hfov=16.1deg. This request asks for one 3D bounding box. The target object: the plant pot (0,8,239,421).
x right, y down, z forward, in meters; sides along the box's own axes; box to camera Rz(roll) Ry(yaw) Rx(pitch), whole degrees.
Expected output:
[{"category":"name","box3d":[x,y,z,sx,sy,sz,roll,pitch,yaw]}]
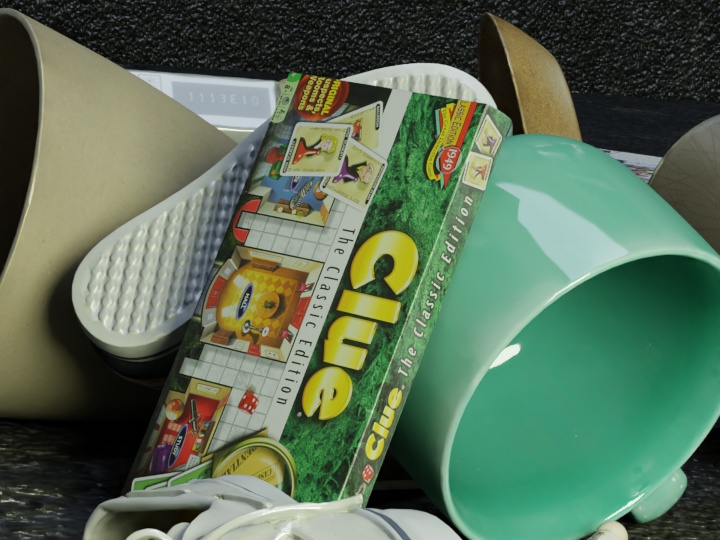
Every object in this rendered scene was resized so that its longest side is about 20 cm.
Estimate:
[{"category":"plant pot","box3d":[-0.106,-0.005,1.207,0.199,0.189,0.187,17,2,-29]}]

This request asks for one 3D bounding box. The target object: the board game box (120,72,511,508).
[{"category":"board game box","box3d":[-0.020,0.022,0.988,0.104,0.201,0.023,12,-15,35]}]

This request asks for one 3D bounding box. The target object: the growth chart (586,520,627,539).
[{"category":"growth chart","box3d":[0.169,0.128,0.975,0.199,0.018,0.145,8,9,14]}]

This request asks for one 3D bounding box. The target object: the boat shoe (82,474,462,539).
[{"category":"boat shoe","box3d":[-0.039,0.104,0.829,0.086,0.075,0.202,0,8,-31]}]

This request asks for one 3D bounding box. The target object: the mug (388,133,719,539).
[{"category":"mug","box3d":[0.065,0.033,1.053,0.151,0.186,0.114,-18,45,-26]}]

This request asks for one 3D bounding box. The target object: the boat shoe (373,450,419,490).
[{"category":"boat shoe","box3d":[-0.005,0.066,1.127,0.067,0.057,0.199,12,11,36]}]

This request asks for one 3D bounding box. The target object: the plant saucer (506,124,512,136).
[{"category":"plant saucer","box3d":[0.014,-0.002,1.357,0.201,0.039,0.201,-39,9,7]}]

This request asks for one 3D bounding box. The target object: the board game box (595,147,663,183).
[{"category":"board game box","box3d":[0.145,-0.019,1.601,0.158,0.098,0.200,10,10,27]}]

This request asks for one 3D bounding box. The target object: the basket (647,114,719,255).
[{"category":"basket","box3d":[0.241,0.033,1.216,0.136,0.181,0.200,-33,30,-11]}]

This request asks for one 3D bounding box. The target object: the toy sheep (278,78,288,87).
[{"category":"toy sheep","box3d":[-0.090,-0.037,1.489,0.198,0.139,0.138,-1,9,1]}]

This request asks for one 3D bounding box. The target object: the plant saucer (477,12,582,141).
[{"category":"plant saucer","box3d":[0.100,-0.046,1.411,0.035,0.202,0.200,-9,10,-3]}]

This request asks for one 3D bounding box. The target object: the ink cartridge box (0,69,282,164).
[{"category":"ink cartridge box","box3d":[-0.150,-0.032,1.329,0.198,0.174,0.044,3,50,-12]}]

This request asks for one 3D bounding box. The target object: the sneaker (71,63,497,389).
[{"category":"sneaker","box3d":[-0.030,-0.017,1.099,0.199,0.079,0.080,-28,-24,-6]}]
